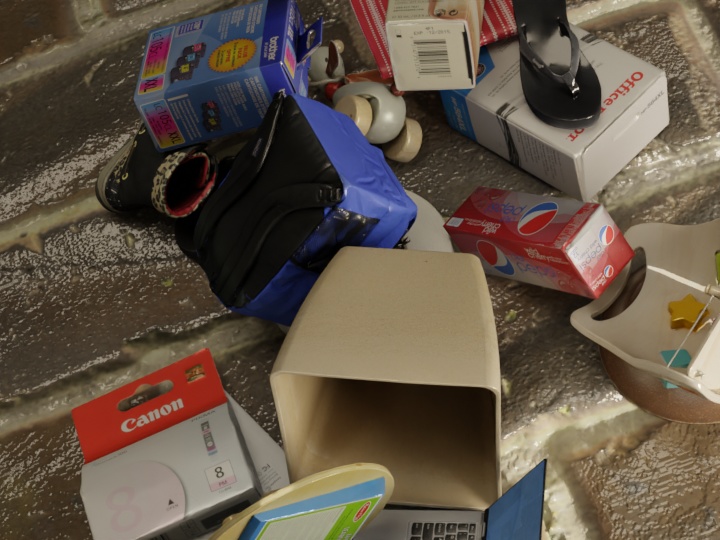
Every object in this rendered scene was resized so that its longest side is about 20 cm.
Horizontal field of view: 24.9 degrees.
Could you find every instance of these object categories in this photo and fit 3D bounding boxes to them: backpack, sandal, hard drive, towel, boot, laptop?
[{"bbox_3d":[-0.055,-0.040,1.618,0.200,0.168,0.163,-48,45,22],"label":"backpack"},{"bbox_3d":[0.193,-0.229,1.676,0.076,0.043,0.201,-16,61,1],"label":"sandal"},{"bbox_3d":[-0.143,0.202,1.601,0.132,0.025,0.200,-40,55,-13],"label":"hard drive"},{"bbox_3d":[0.098,-0.284,1.770,0.199,0.023,0.145,-19,49,-2],"label":"towel"},{"bbox_3d":[-0.191,-0.141,1.797,0.154,0.073,0.204,13,64,54],"label":"boot"},{"bbox_3d":[0.067,0.272,1.433,0.199,0.116,0.188,-1,55,16],"label":"laptop"},{"bbox_3d":[-0.141,-0.100,1.803,0.075,0.045,0.200,25,66,29],"label":"sandal"}]

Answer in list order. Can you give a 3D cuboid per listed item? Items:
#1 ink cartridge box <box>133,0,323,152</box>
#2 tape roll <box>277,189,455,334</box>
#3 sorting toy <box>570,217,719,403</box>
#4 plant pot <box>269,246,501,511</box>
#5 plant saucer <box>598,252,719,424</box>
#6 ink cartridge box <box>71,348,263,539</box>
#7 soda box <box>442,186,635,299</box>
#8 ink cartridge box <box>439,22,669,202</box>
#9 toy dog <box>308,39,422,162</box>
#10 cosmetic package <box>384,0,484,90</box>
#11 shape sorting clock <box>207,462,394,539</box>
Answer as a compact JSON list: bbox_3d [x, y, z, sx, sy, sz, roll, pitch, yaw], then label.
[{"bbox_3d":[-0.129,-0.214,1.731,0.199,0.076,0.137,-12,41,12],"label":"ink cartridge box"},{"bbox_3d":[0.000,0.000,1.696,0.202,0.037,0.203,-8,54,10],"label":"tape roll"},{"bbox_3d":[0.294,0.028,1.513,0.180,0.107,0.200,20,65,37],"label":"sorting toy"},{"bbox_3d":[0.038,0.090,1.514,0.199,0.200,0.177,3,50,8],"label":"plant pot"},{"bbox_3d":[0.326,0.051,1.564,0.200,0.037,0.201,-8,53,11],"label":"plant saucer"},{"bbox_3d":[-0.198,0.173,1.592,0.162,0.057,0.200,-24,57,0],"label":"ink cartridge box"},{"bbox_3d":[0.171,-0.030,1.595,0.063,0.070,0.200,-47,28,-17],"label":"soda box"},{"bbox_3d":[0.205,-0.180,1.731,0.146,0.084,0.200,-43,55,-18],"label":"ink cartridge box"},{"bbox_3d":[0.002,-0.207,1.794,0.200,0.132,0.096,44,112,28],"label":"toy dog"},{"bbox_3d":[0.083,-0.293,1.702,0.087,0.103,0.200,0,54,11],"label":"cosmetic package"},{"bbox_3d":[-0.060,0.228,1.450,0.200,0.200,0.039,-26,61,-2],"label":"shape sorting clock"}]
